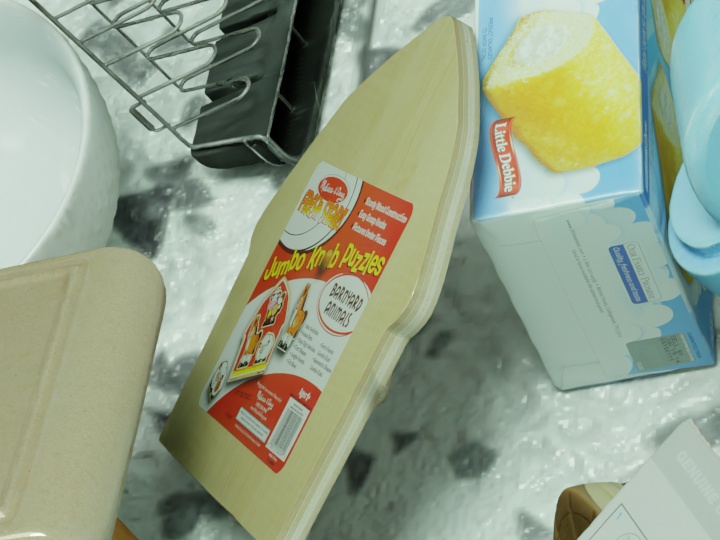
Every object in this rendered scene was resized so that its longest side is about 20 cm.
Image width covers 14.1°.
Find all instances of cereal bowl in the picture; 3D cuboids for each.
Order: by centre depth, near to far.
[{"bbox_3d":[-0.189,-0.018,1.234,0.200,0.083,0.200,-13,50,16],"label":"cereal bowl"}]

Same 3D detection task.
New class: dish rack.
[{"bbox_3d":[-0.088,-0.146,1.214,0.055,0.200,0.153,-17,47,32],"label":"dish rack"}]

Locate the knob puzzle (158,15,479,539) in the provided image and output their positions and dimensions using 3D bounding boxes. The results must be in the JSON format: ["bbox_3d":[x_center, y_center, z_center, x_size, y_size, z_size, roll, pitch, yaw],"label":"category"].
[{"bbox_3d":[0.000,0.000,1.088,0.220,0.030,0.220,-52,22,31],"label":"knob puzzle"}]

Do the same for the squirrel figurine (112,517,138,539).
[{"bbox_3d":[-0.161,0.106,1.083,0.187,0.142,0.200,-17,42,22],"label":"squirrel figurine"}]

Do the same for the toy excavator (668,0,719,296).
[{"bbox_3d":[0.152,-0.085,0.979,0.194,0.200,0.100,-41,27,25],"label":"toy excavator"}]

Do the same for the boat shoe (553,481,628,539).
[{"bbox_3d":[0.138,0.136,0.970,0.072,0.072,0.200,-11,36,-23],"label":"boat shoe"}]

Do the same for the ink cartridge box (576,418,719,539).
[{"bbox_3d":[0.086,0.172,0.934,0.200,0.050,0.161,-48,41,13],"label":"ink cartridge box"}]

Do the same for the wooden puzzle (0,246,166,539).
[{"bbox_3d":[-0.175,0.062,1.037,0.200,0.037,0.185,-7,31,9],"label":"wooden puzzle"}]

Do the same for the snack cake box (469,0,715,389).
[{"bbox_3d":[0.091,-0.069,1.123,0.067,0.115,0.200,-10,52,17],"label":"snack cake box"}]
